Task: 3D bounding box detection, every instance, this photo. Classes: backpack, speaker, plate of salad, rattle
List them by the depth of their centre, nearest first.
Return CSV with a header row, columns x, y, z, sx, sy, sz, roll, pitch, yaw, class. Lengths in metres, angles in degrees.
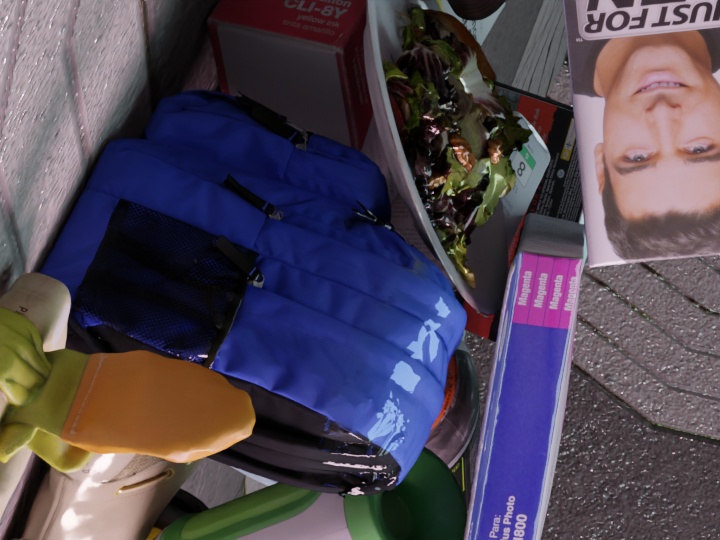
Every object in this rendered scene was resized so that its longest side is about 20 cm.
x,y,z,sx,sy,sz,roll,pitch,yaw,class
-0.140,0.111,1.312,0.130,0.143,0.200,-96,-160,-64,rattle
-0.044,0.014,1.419,0.168,0.200,0.163,-64,173,-9,backpack
0.049,-0.076,1.458,0.200,0.048,0.200,-15,90,-75,plate of salad
-0.035,0.155,1.554,0.200,0.088,0.088,-25,-154,43,speaker

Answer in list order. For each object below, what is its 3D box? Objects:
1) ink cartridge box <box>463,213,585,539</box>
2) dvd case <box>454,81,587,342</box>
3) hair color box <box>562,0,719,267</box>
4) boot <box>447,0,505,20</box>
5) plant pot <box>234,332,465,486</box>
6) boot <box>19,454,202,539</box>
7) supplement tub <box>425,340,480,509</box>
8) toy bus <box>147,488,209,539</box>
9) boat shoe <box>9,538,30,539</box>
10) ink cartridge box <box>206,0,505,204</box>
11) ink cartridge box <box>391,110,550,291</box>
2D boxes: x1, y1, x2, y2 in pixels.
x,y,z,sx,sy,sz,roll,pitch,yaw,class
0.088,0.079,1.515,0.200,0.043,0.197,-62,161,-80,ink cartridge box
0.055,-0.044,1.672,0.022,0.200,0.146,8,100,-51,dvd case
0.159,-0.108,1.488,0.061,0.099,0.200,-83,166,-68,hair color box
0.080,-0.234,1.494,0.146,0.070,0.200,79,30,-49,boot
-0.008,0.024,1.910,0.200,0.200,0.196,107,3,-56,plant pot
-0.130,0.123,1.644,0.200,0.073,0.156,-23,139,-63,boot
0.011,0.092,1.681,0.200,0.122,0.123,85,30,-66,supplement tub
-0.091,0.233,1.695,0.136,0.200,0.192,-64,-165,13,toy bus
-0.215,0.241,1.517,0.069,0.071,0.200,7,99,-83,boat shoe
0.002,-0.143,1.566,0.145,0.083,0.200,79,31,-46,ink cartridge box
0.000,0.000,1.593,0.050,0.161,0.200,48,56,-39,ink cartridge box
